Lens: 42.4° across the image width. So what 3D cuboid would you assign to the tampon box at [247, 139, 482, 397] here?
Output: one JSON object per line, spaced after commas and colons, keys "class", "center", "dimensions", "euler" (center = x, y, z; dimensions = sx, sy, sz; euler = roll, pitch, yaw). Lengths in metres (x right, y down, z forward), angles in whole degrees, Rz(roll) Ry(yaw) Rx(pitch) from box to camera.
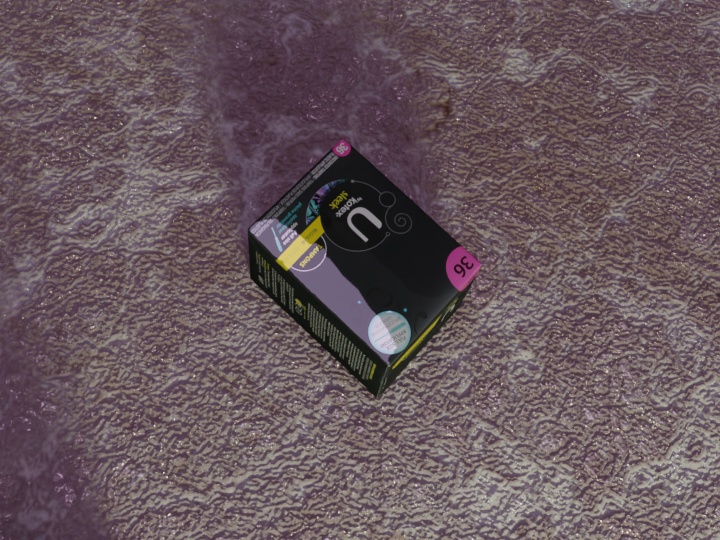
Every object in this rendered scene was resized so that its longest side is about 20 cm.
{"class": "tampon box", "center": [0.000, 0.000, 0.977], "dimensions": [0.199, 0.127, 0.150], "euler": [41, 71, 11]}
